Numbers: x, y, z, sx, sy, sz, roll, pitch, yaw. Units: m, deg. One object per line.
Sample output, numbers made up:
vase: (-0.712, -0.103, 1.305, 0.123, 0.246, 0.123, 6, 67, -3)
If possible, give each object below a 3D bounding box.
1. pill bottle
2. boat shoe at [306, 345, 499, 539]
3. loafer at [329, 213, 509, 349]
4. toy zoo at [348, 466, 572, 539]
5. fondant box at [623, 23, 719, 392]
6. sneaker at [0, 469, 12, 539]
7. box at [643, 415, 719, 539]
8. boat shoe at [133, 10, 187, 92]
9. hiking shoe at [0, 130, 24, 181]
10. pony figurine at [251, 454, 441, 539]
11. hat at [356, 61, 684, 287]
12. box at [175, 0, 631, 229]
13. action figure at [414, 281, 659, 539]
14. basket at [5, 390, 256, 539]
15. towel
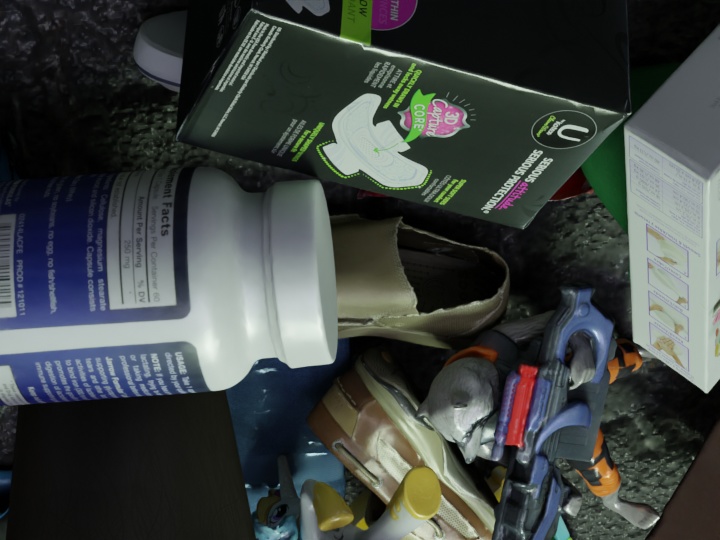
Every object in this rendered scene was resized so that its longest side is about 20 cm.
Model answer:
pill bottle: (-0.114, 0.007, 1.076, 0.198, 0.116, 0.117, -3, 128, 5)
boat shoe: (0.036, 0.136, 1.278, 0.074, 0.076, 0.201, -35, 114, 2)
loafer: (0.000, 0.000, 1.216, 0.198, 0.077, 0.068, 2, 150, -23)
toy zoo: (0.066, 0.172, 1.367, 0.131, 0.020, 0.201, -34, 127, -10)
fondant box: (0.205, -0.048, 1.104, 0.144, 0.058, 0.201, -45, 150, -20)
sneaker: (-0.165, 0.142, 1.276, 0.199, 0.073, 0.082, -21, 118, 34)
box: (0.312, 0.136, 1.280, 0.165, 0.164, 0.201, -13, 138, -45)
boat shoe: (-0.031, -0.093, 1.155, 0.198, 0.071, 0.070, 5, 123, -20)
hiking shoe: (-0.194, -0.027, 1.182, 0.086, 0.075, 0.201, -10, 138, -11)
pony figurine: (-0.010, 0.202, 1.204, 0.165, 0.200, 0.195, -5, 86, -22)
hat: (0.141, -0.094, 1.210, 0.199, 0.176, 0.167, -26, 141, -42)
box: (0.022, -0.132, 1.062, 0.198, 0.150, 0.124, 14, 149, -18)
action figure: (0.105, 0.105, 1.254, 0.193, 0.104, 0.202, 18, 89, -44)
basket: (-0.127, 0.119, 1.147, 0.135, 0.201, 0.180, -23, 139, 15)
towel: (-0.061, 0.102, 1.305, 0.110, 0.049, 0.201, -1, 127, -8)
